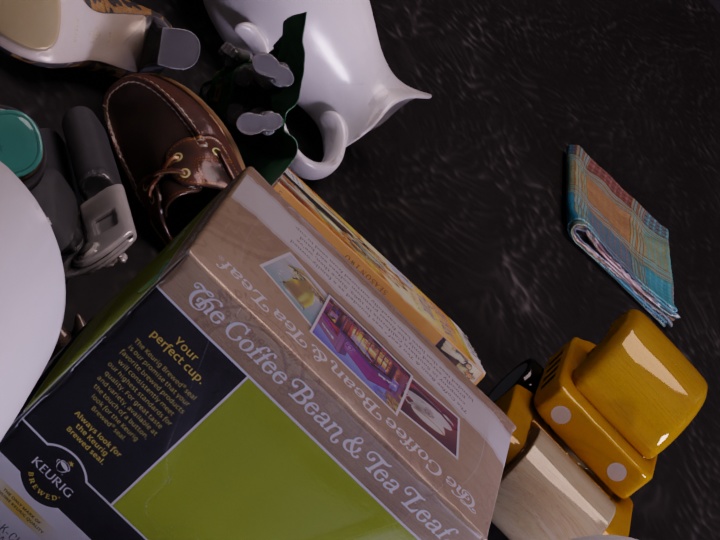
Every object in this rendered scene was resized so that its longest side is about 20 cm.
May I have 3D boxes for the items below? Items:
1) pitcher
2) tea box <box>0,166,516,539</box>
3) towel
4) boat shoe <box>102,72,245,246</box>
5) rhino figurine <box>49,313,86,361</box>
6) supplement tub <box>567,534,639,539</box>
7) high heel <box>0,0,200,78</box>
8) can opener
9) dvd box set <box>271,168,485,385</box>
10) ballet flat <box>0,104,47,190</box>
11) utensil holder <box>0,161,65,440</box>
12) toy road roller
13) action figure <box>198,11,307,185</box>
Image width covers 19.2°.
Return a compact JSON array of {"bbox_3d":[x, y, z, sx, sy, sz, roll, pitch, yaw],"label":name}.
[{"bbox_3d":[-0.052,-0.179,1.659,0.200,0.121,0.172,56,37,-9],"label":"pitcher"},{"bbox_3d":[-0.062,0.096,1.068,0.200,0.197,0.134,45,23,-8],"label":"tea box"},{"bbox_3d":[0.255,-0.040,2.083,0.147,0.022,0.200,42,23,-15],"label":"towel"},{"bbox_3d":[-0.106,-0.048,1.385,0.200,0.070,0.070,52,19,10],"label":"boat shoe"},{"bbox_3d":[-0.096,0.079,1.174,0.200,0.087,0.060,40,21,-5],"label":"rhino figurine"},{"bbox_3d":[0.151,0.267,1.239,0.145,0.145,0.200,36,25,-26],"label":"supplement tub"},{"bbox_3d":[-0.216,-0.174,1.448,0.199,0.072,0.143,17,1,-19],"label":"high heel"},{"bbox_3d":[-0.166,-0.050,1.227,0.067,0.052,0.200,60,2,-24],"label":"can opener"},{"bbox_3d":[0.000,0.000,1.499,0.200,0.029,0.146,43,5,-12],"label":"dvd box set"},{"bbox_3d":[-0.260,-0.045,1.089,0.199,0.073,0.073,-9,52,-25],"label":"ballet flat"},{"bbox_3d":[-0.228,0.039,0.911,0.170,0.170,0.200,44,20,-9],"label":"utensil holder"},{"bbox_3d":[0.165,0.114,1.510,0.123,0.146,0.200,45,23,-5],"label":"toy road roller"},{"bbox_3d":[-0.083,-0.121,1.490,0.054,0.119,0.200,16,-1,-15],"label":"action figure"}]
